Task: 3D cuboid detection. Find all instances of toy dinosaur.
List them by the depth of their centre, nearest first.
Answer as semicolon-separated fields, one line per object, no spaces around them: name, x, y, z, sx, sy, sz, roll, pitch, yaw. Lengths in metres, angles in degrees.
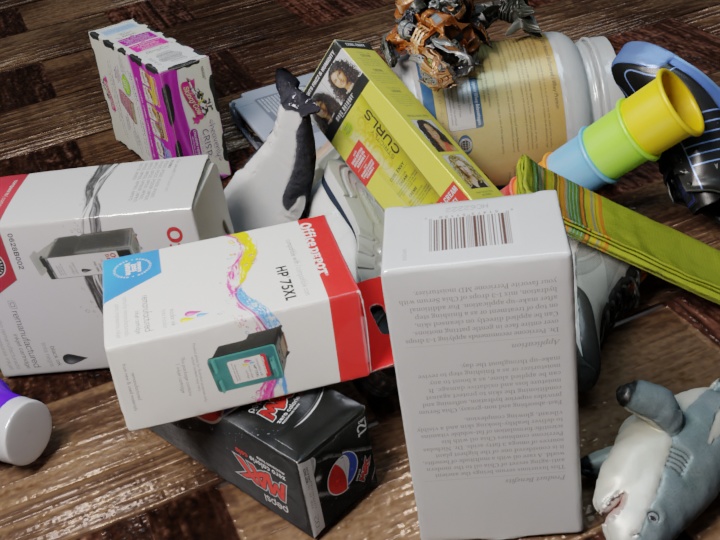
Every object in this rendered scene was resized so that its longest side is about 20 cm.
toy dinosaur;0.074;-0.235;0.882;0.135;0.102;0.201;-23;61;11

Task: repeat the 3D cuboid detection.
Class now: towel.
towel;0.209;-0.030;0.769;0.199;0.018;0.086;24;31;-7

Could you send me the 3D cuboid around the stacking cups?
stacking cups;0.180;-0.089;0.833;0.199;0.061;0.061;-31;17;36

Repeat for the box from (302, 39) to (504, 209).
box;0.031;-0.101;0.849;0.050;0.075;0.200;-10;56;-49

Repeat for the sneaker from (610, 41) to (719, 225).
sneaker;0.273;-0.101;0.833;0.078;0.070;0.200;-43;80;-11

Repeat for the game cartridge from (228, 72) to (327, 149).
game cartridge;-0.059;-0.166;1.133;0.132;0.041;0.200;-22;34;-12

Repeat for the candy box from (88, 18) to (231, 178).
candy box;-0.221;-0.186;1.111;0.061;0.137;0.200;-25;36;-26

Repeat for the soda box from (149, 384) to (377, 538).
soda box;-0.083;0.098;0.693;0.199;0.071;0.063;21;43;39

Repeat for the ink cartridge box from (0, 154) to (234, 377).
ink cartridge box;-0.204;-0.001;0.809;0.198;0.148;0.083;-6;33;8

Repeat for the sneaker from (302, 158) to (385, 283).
sneaker;0.000;0.000;0.834;0.076;0.081;0.201;18;38;-34

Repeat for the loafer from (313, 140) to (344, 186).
loafer;-0.024;-0.103;0.998;0.063;0.072;0.200;15;42;45

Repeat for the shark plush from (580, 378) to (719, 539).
shark plush;0.222;0.120;0.622;0.198;0.091;0.084;-3;47;-29

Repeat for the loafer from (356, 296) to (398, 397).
loafer;0.067;0.020;0.746;0.200;0.073;0.072;-40;-1;-40

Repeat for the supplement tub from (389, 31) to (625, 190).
supplement tub;0.133;-0.140;0.937;0.198;0.146;0.145;-8;32;2

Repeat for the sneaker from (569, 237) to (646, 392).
sneaker;0.176;0.014;0.759;0.079;0.074;0.201;10;38;8

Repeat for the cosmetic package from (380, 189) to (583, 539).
cosmetic package;0.074;0.061;0.588;0.100;0.202;0.071;-5;32;6

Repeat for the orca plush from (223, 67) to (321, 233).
orca plush;-0.079;-0.079;0.874;0.104;0.202;0.071;20;28;14

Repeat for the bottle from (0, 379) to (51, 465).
bottle;-0.321;0.102;0.756;0.198;0.066;0.084;9;35;26

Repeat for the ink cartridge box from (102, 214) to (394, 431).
ink cartridge box;-0.065;0.026;0.670;0.198;0.068;0.116;-13;31;-9
